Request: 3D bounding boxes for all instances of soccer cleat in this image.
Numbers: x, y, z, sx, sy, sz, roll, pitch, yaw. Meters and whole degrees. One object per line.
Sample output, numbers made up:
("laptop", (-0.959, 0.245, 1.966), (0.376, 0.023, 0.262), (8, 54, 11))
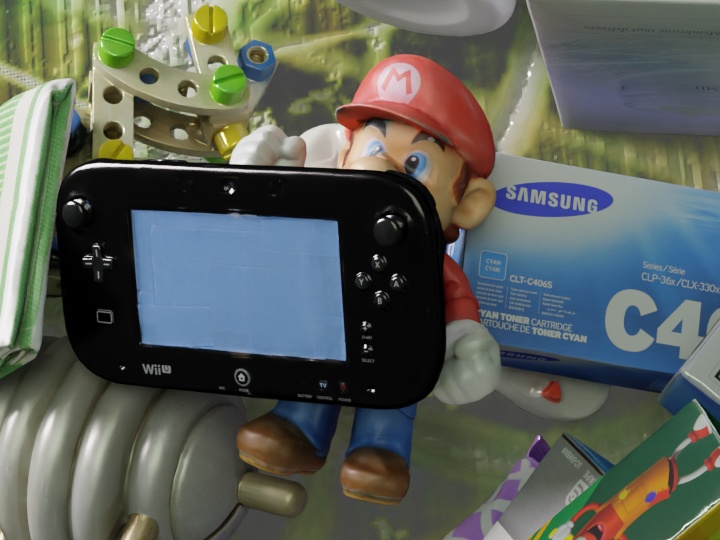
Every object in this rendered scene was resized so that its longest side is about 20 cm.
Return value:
("soccer cleat", (0.043, 0.001, 1.230), (0.200, 0.078, 0.069), (41, 71, -2))

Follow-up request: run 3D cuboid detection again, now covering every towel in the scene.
("towel", (-0.197, 0.001, 1.210), (0.023, 0.200, 0.153), (17, 63, -27))

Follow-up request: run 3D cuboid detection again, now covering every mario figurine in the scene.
("mario figurine", (0.000, 0.000, 1.111), (0.123, 0.106, 0.200), (12, 93, -19))

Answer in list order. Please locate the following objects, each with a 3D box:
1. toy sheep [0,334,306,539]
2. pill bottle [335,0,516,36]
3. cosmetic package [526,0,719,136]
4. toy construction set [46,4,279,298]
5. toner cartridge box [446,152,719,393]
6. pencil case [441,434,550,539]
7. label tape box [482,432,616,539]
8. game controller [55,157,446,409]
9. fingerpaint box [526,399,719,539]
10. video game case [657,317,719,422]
("toy sheep", (-0.119, 0.096, 1.194), (0.200, 0.138, 0.138), (13, 77, 18))
("pill bottle", (0.048, -0.231, 1.265), (0.112, 0.112, 0.200), (13, 77, 13))
("cosmetic package", (0.189, -0.146, 1.171), (0.199, 0.200, 0.123), (3, 78, 11))
("toy construction set", (-0.100, -0.041, 1.224), (0.131, 0.092, 0.200), (3, 48, -11))
("toner cartridge box", (0.141, 0.008, 1.184), (0.200, 0.043, 0.095), (9, 74, -9))
("pencil case", (0.036, 0.174, 1.174), (0.200, 0.084, 0.086), (-37, 48, -3))
("label tape box", (0.094, 0.195, 1.118), (0.144, 0.063, 0.200), (34, 95, -26))
("game controller", (-0.050, 0.004, 1.088), (0.200, 0.042, 0.105), (4, 95, 31))
("fingerpaint box", (0.146, 0.180, 1.042), (0.167, 0.200, 0.073), (-42, 27, 10))
("video game case", (0.269, 0.052, 1.139), (0.200, 0.045, 0.181), (39, 66, 6))
